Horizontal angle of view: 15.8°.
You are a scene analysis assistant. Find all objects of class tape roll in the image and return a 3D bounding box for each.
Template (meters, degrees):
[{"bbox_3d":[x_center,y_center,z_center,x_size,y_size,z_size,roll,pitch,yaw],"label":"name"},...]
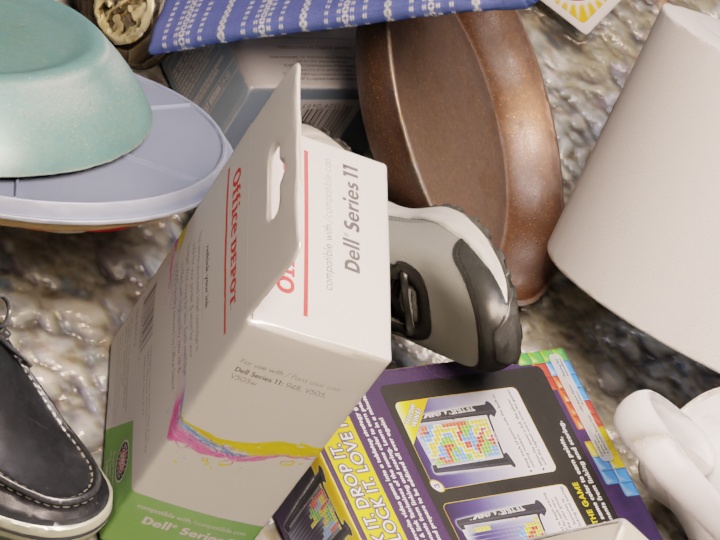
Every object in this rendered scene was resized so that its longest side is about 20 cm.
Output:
[{"bbox_3d":[0.212,-0.029,1.300,0.202,0.140,0.203,25,13,-6],"label":"tape roll"}]

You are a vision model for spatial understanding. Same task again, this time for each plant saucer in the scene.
[{"bbox_3d":[-0.189,-0.097,1.163,0.199,0.036,0.200,10,23,-4],"label":"plant saucer"},{"bbox_3d":[0.047,-0.077,1.308,0.200,0.034,0.201,39,45,-53],"label":"plant saucer"}]

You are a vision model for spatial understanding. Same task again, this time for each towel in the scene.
[{"bbox_3d":[0.007,-0.158,1.247,0.145,0.199,0.024,-70,146,-44],"label":"towel"}]

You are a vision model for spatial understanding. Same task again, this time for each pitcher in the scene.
[{"bbox_3d":[0.201,0.141,1.197,0.171,0.121,0.200,16,34,-57],"label":"pitcher"}]

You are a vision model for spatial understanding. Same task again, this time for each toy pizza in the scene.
[{"bbox_3d":[-0.156,-0.055,1.170,0.199,0.032,0.200,10,23,-4],"label":"toy pizza"}]

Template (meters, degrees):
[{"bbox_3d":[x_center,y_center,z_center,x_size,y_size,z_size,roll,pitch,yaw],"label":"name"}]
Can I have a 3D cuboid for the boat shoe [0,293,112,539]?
[{"bbox_3d":[-0.180,0.037,1.096,0.200,0.062,0.075,45,40,8],"label":"boat shoe"}]

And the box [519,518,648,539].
[{"bbox_3d":[0.115,0.213,1.037,0.200,0.109,0.128,42,58,-18],"label":"box"}]

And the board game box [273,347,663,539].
[{"bbox_3d":[0.060,0.137,1.169,0.165,0.057,0.201,-5,56,-34],"label":"board game box"}]

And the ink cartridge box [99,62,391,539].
[{"bbox_3d":[-0.041,0.022,1.096,0.067,0.200,0.117,18,45,-19],"label":"ink cartridge box"}]

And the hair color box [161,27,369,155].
[{"bbox_3d":[-0.063,-0.152,1.347,0.099,0.061,0.201,-3,55,-35],"label":"hair color box"}]

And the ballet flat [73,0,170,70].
[{"bbox_3d":[-0.137,-0.191,1.312,0.046,0.067,0.201,23,45,-57],"label":"ballet flat"}]

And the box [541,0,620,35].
[{"bbox_3d":[0.094,-0.249,1.476,0.200,0.113,0.102,36,33,-13],"label":"box"}]

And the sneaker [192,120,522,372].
[{"bbox_3d":[0.000,0.000,1.213,0.079,0.074,0.200,-29,40,-30],"label":"sneaker"}]
